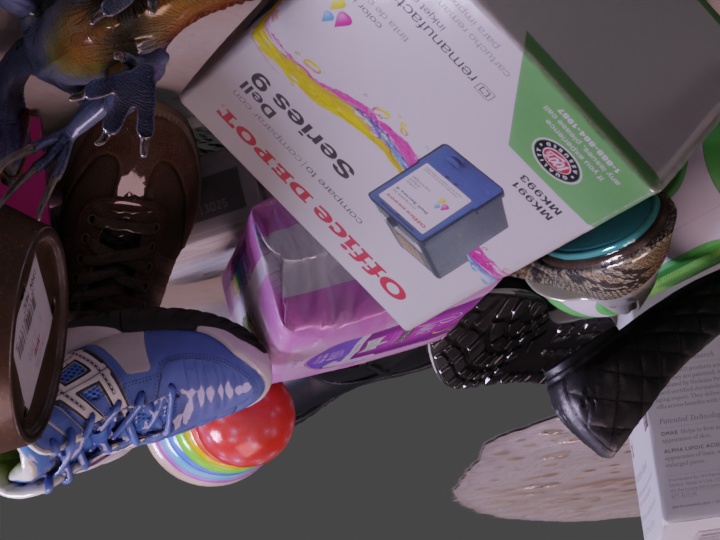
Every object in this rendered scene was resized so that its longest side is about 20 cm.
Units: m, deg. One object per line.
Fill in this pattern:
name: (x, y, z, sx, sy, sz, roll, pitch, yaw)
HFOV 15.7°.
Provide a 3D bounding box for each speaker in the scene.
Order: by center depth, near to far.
speaker: (0.169, -0.036, 1.408, 0.088, 0.089, 0.200, 0, 164, -29)

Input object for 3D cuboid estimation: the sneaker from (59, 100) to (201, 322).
sneaker: (-0.119, 0.009, 1.287, 0.070, 0.076, 0.201, 6, 132, -12)

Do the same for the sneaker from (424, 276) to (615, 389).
sneaker: (0.071, 0.016, 1.531, 0.076, 0.088, 0.200, -43, 159, 15)

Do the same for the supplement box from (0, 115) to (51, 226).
supplement box: (-0.218, 0.001, 1.313, 0.100, 0.104, 0.200, -3, 163, -16)

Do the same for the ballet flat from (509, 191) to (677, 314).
ballet flat: (0.113, -0.012, 1.377, 0.068, 0.075, 0.200, -46, -152, -19)

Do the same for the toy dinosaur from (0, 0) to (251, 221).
toy dinosaur: (-0.108, -0.084, 1.087, 0.199, 0.106, 0.181, -16, -175, -9)

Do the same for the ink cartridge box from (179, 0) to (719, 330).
ink cartridge box: (0.037, -0.076, 1.038, 0.088, 0.145, 0.200, -49, -170, -30)

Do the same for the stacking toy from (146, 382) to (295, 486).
stacking toy: (-0.073, 0.078, 1.458, 0.085, 0.086, 0.200, -5, 176, -10)

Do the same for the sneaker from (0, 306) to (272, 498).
sneaker: (-0.137, 0.071, 1.233, 0.199, 0.077, 0.076, -9, 136, -9)

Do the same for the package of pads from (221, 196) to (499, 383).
package of pads: (0.000, 0.000, 1.286, 0.120, 0.076, 0.200, -14, 172, -9)

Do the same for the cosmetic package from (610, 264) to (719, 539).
cosmetic package: (0.198, 0.059, 1.559, 0.081, 0.201, 0.113, -8, 163, -2)

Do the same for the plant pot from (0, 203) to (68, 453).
plant pot: (-0.232, 0.019, 1.112, 0.199, 0.188, 0.187, 5, 167, 8)

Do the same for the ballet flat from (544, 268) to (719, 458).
ballet flat: (0.175, 0.039, 1.375, 0.199, 0.057, 0.066, -27, 176, -33)

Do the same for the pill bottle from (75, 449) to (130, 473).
pill bottle: (-0.187, 0.060, 1.532, 0.111, 0.113, 0.200, -10, 166, 9)

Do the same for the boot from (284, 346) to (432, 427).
boot: (-0.037, 0.044, 1.613, 0.199, 0.077, 0.168, -17, 168, 9)

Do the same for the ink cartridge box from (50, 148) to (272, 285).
ink cartridge box: (-0.065, -0.032, 1.417, 0.161, 0.050, 0.200, -17, 177, 30)
